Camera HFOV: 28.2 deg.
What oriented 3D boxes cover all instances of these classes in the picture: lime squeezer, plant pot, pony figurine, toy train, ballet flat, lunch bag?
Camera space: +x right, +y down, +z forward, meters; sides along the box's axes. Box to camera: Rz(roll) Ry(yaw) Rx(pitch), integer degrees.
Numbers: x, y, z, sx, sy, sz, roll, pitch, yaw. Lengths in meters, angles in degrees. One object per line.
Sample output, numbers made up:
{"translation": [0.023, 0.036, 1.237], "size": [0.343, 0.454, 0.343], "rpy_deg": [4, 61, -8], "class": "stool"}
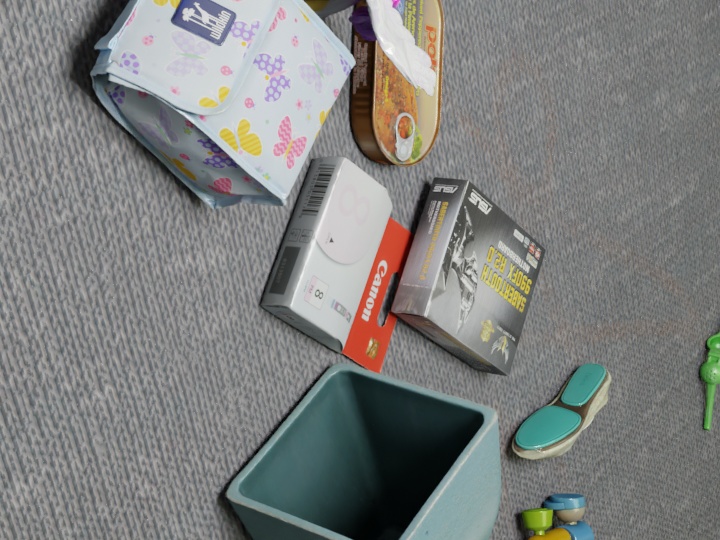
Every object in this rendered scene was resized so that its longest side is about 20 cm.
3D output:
{"translation": [0.523, 0.129, 2.080], "size": [0.071, 0.038, 0.200], "rpy_deg": [28, 73, -48], "class": "lime squeezer"}
{"translation": [0.021, 0.245, 1.398], "size": [0.196, 0.196, 0.200], "rpy_deg": [-48, 139, -35], "class": "plant pot"}
{"translation": [0.008, -0.270, 1.299], "size": [0.193, 0.200, 0.167], "rpy_deg": [38, 66, -45], "class": "pony figurine"}
{"translation": [0.213, 0.337, 1.715], "size": [0.200, 0.085, 0.116], "rpy_deg": [-3, 87, -49], "class": "toy train"}
{"translation": [0.253, 0.187, 1.751], "size": [0.200, 0.067, 0.062], "rpy_deg": [-38, 131, -40], "class": "ballet flat"}
{"translation": [-0.120, -0.173, 1.223], "size": [0.200, 0.127, 0.170], "rpy_deg": [44, 59, -35], "class": "lunch bag"}

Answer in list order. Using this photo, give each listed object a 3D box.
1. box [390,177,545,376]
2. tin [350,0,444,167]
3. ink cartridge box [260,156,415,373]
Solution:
{"translation": [0.123, 0.009, 1.576], "size": [0.200, 0.048, 0.159], "rpy_deg": [36, 67, -50], "class": "box"}
{"translation": [0.039, -0.207, 1.470], "size": [0.112, 0.042, 0.200], "rpy_deg": [-2, 96, -45], "class": "tin"}
{"translation": [0.000, 0.000, 1.443], "size": [0.200, 0.057, 0.163], "rpy_deg": [33, 70, -42], "class": "ink cartridge box"}
